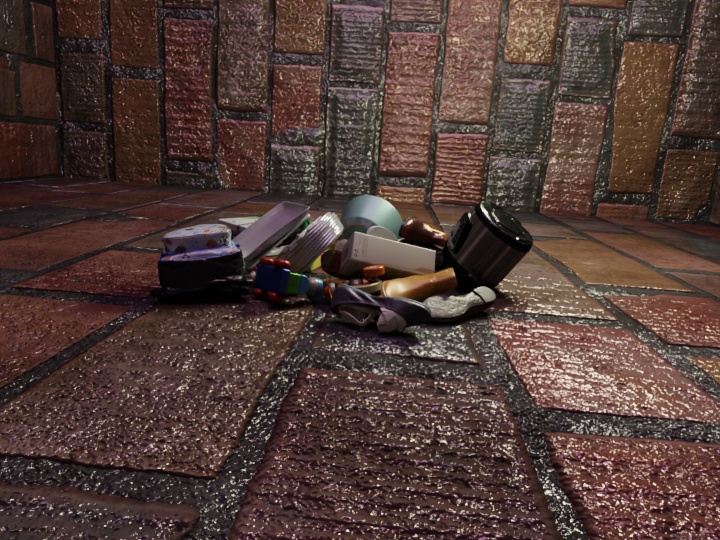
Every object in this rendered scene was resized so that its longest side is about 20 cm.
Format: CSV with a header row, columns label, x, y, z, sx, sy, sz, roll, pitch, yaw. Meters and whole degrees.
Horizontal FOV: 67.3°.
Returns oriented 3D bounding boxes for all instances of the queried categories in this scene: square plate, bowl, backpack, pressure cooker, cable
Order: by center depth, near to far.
label,x,y,z,sx,sy,sz,roll,pitch,yaw
backpack,-0.344,-0.021,1.159,0.199,0.155,0.190,-4,4,-17
cable,-0.121,-0.057,1.289,0.200,0.069,0.200,-46,5,-34
square plate,-0.227,-0.095,1.307,0.198,0.028,0.200,-40,25,-14
pressure cooker,0.303,-0.047,1.345,0.176,0.200,0.179,-1,46,-46
bowl,0.017,-0.107,1.569,0.200,0.201,0.105,9,33,19

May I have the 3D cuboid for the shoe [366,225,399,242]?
label,x,y,z,sx,sy,sz,roll,pitch,yaw
shoe,0.071,-0.043,1.370,0.200,0.072,0.091,39,-10,-29

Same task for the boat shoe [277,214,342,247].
label,x,y,z,sx,sy,sz,roll,pitch,yaw
boat shoe,-0.146,-0.084,1.423,0.199,0.068,0.072,-15,20,13

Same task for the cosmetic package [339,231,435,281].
label,x,y,z,sx,sy,sz,roll,pitch,yaw
cosmetic package,0.061,-0.018,1.242,0.199,0.071,0.105,12,-22,-13

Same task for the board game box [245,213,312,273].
label,x,y,z,sx,sy,sz,roll,pitch,yaw
board game box,-0.234,-0.067,1.331,0.200,0.026,0.200,-45,27,-24

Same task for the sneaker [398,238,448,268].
label,x,y,z,sx,sy,sz,roll,pitch,yaw
sneaker,0.175,-0.047,1.551,0.199,0.075,0.106,-5,16,-36

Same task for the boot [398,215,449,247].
label,x,y,z,sx,sy,sz,roll,pitch,yaw
boot,0.223,-0.079,1.522,0.200,0.069,0.188,31,10,33

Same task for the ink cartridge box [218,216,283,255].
label,x,y,z,sx,sy,sz,roll,pitch,yaw
ink cartridge box,-0.316,-0.105,1.632,0.200,0.084,0.146,17,19,42

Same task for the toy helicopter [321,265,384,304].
label,x,y,z,sx,sy,sz,roll,pitch,yaw
toy helicopter,-0.038,0.038,1.187,0.132,0.079,0.200,-15,11,-31

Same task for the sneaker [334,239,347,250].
label,x,y,z,sx,sy,sz,roll,pitch,yaw
sneaker,0.002,-0.033,1.468,0.072,0.072,0.200,28,3,-39

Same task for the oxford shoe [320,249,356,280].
label,x,y,z,sx,sy,sz,roll,pitch,yaw
oxford shoe,0.000,0.000,1.321,0.199,0.071,0.075,18,-19,-1

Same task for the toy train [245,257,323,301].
label,x,y,z,sx,sy,sz,roll,pitch,yaw
toy train,-0.176,0.023,1.179,0.115,0.085,0.200,14,-4,-36

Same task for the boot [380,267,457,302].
label,x,y,z,sx,sy,sz,roll,pitch,yaw
boot,0.127,0.034,1.117,0.144,0.071,0.201,-18,1,15

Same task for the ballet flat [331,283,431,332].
label,x,y,z,sx,sy,sz,roll,pitch,yaw
ballet flat,0.031,0.080,1.007,0.199,0.073,0.073,14,16,24

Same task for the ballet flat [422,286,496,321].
label,x,y,z,sx,sy,sz,roll,pitch,yaw
ballet flat,0.201,0.076,1.119,0.199,0.046,0.067,-13,51,-35

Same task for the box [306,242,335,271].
label,x,y,z,sx,sy,sz,roll,pitch,yaw
box,-0.135,-0.043,1.498,0.075,0.050,0.200,7,14,17
